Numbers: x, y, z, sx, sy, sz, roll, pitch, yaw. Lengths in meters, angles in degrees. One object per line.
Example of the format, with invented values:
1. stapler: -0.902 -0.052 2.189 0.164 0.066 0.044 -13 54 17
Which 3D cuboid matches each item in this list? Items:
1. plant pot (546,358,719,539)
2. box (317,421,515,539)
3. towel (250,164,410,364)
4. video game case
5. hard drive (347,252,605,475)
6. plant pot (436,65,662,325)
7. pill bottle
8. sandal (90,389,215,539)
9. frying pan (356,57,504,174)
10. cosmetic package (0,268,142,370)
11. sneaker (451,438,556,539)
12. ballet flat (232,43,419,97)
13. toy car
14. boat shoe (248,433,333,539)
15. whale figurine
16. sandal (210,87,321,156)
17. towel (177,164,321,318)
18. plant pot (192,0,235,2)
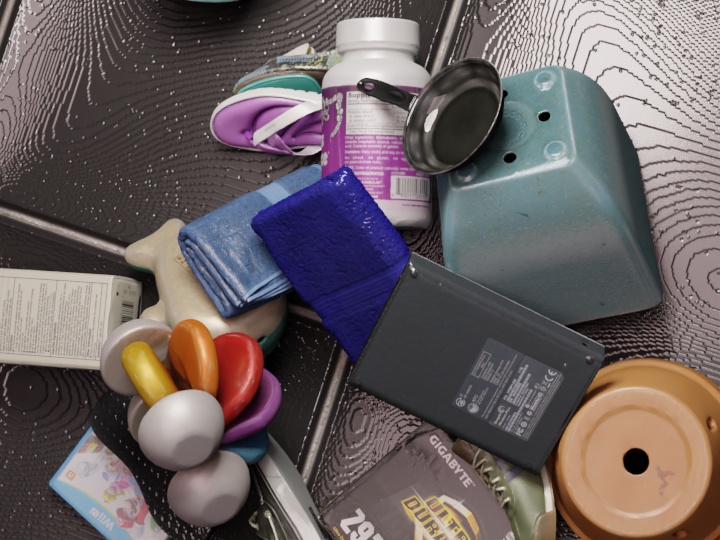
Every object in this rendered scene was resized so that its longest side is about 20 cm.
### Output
1. plant pot: 0.265 0.178 1.535 0.199 0.140 0.202 -2 82 15
2. box: 0.078 0.270 1.622 0.160 0.049 0.200 -41 76 9
3. towel: 0.000 0.000 1.553 0.147 0.050 0.200 -23 110 44
4. video game case: -0.220 0.192 1.724 0.143 0.018 0.200 38 94 15
5. hard drive: 0.105 0.087 1.502 0.199 0.033 0.140 26 114 -3
6. plant pot: 0.159 -0.080 1.529 0.195 0.200 0.197 -12 54 13
7. pill bottle: 0.016 -0.142 1.599 0.111 0.112 0.202 0 89 15
8. sandal: -0.203 0.200 1.692 0.075 0.048 0.201 -45 63 7
9. frying pan: 0.058 -0.131 1.467 0.189 0.031 0.116 -7 62 46
10. cosmetic package: -0.342 0.052 1.737 0.199 0.087 0.104 5 86 14
11. sneaker: 0.130 0.182 1.576 0.089 0.067 0.201 2 62 -13
12. ballet flat: -0.034 -0.208 1.704 0.198 0.074 0.075 -4 83 12
13. toy car: -0.150 0.130 1.575 0.149 0.201 0.175 -28 44 -11
14. boat shoe: -0.079 0.252 1.653 0.063 0.071 0.201 -31 79 8
15. whale figurine: -0.160 0.028 1.695 0.159 0.104 0.200 -36 51 -23
16. sandal: -0.063 -0.145 1.684 0.201 0.083 0.050 1 46 14
17. towel: -0.079 -0.036 1.639 0.199 0.049 0.112 -28 73 -33
18. plant pot: -0.166 -0.359 1.698 0.199 0.200 0.135 18 116 16
